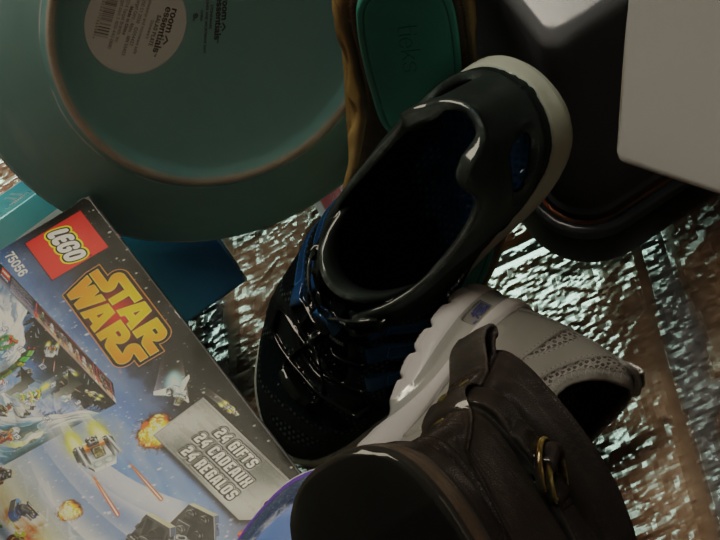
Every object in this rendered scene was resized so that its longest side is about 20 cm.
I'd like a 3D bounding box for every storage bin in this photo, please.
[{"bbox_3d":[0.128,-0.114,1.068,0.199,0.135,0.146,-33,62,-5],"label":"storage bin"}]

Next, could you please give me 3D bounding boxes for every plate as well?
[{"bbox_3d":[-0.059,-0.101,1.061,0.199,0.201,0.026,-32,29,-4],"label":"plate"}]

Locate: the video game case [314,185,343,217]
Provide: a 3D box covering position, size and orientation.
[{"bbox_3d":[0.001,-0.112,1.176,0.017,0.201,0.143,0,24,-15],"label":"video game case"}]

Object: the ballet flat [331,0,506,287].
[{"bbox_3d":[0.024,-0.063,1.063,0.068,0.201,0.063,-4,46,-2],"label":"ballet flat"}]

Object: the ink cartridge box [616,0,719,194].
[{"bbox_3d":[0.206,-0.096,0.907,0.199,0.146,0.145,-4,15,-32],"label":"ink cartridge box"}]

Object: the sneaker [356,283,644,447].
[{"bbox_3d":[0.033,0.090,0.937,0.081,0.075,0.201,14,58,25],"label":"sneaker"}]

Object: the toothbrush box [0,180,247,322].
[{"bbox_3d":[-0.162,0.027,1.160,0.199,0.086,0.146,-36,8,-12],"label":"toothbrush box"}]

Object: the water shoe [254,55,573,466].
[{"bbox_3d":[0.000,0.000,1.014,0.079,0.071,0.201,-21,-30,-52],"label":"water shoe"}]

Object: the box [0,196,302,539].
[{"bbox_3d":[-0.110,0.074,1.011,0.136,0.040,0.200,-32,49,-10],"label":"box"}]

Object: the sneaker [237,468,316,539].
[{"bbox_3d":[-0.018,0.135,0.804,0.080,0.147,0.201,18,67,1],"label":"sneaker"}]

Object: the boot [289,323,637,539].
[{"bbox_3d":[0.060,0.116,0.838,0.069,0.201,0.174,-24,-3,21],"label":"boot"}]
